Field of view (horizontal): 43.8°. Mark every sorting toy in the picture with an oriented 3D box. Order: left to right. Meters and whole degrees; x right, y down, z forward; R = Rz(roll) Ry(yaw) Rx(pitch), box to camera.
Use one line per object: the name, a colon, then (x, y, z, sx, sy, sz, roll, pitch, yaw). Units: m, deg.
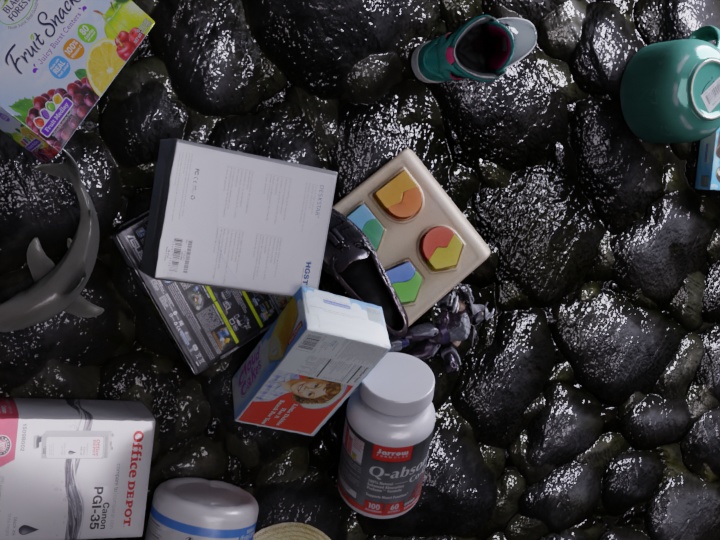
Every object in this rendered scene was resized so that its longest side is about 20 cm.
sorting toy: (0.053, -0.038, 1.181, 0.200, 0.036, 0.185, -39, 91, -18)

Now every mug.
mug: (0.489, -0.286, 1.350, 0.151, 0.114, 0.187, 3, 96, -26)

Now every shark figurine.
shark figurine: (-0.323, -0.018, 1.003, 0.127, 0.089, 0.216, 20, 90, -28)

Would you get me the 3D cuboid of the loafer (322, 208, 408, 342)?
loafer: (0.000, 0.000, 1.120, 0.072, 0.063, 0.201, -34, 91, -10)

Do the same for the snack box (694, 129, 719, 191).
snack box: (0.644, -0.186, 1.484, 0.199, 0.037, 0.117, 1, 97, -27)

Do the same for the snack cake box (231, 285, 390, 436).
snack cake box: (-0.064, 0.116, 1.095, 0.114, 0.068, 0.200, 15, 133, -28)

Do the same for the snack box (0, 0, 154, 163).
snack box: (-0.332, -0.239, 0.956, 0.142, 0.053, 0.201, 39, 60, -24)

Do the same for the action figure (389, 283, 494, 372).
action figure: (0.099, 0.094, 1.230, 0.199, 0.069, 0.131, -24, 125, -13)

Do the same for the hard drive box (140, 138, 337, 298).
hard drive box: (-0.140, -0.057, 1.042, 0.199, 0.077, 0.157, 9, 93, -27)

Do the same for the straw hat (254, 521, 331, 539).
straw hat: (-0.085, 0.439, 1.181, 0.200, 0.085, 0.203, -4, 99, -26)

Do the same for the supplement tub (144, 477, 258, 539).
supplement tub: (-0.204, 0.366, 1.088, 0.131, 0.132, 0.202, 9, 92, -27)

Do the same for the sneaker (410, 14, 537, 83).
sneaker: (0.178, -0.300, 1.191, 0.199, 0.121, 0.084, -22, 106, -22)

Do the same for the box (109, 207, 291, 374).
box: (-0.186, 0.001, 1.096, 0.160, 0.044, 0.201, -33, 110, -19)

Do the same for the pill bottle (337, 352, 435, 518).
pill bottle: (0.034, 0.212, 1.154, 0.115, 0.116, 0.201, -11, 128, -24)

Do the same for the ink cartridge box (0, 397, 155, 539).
ink cartridge box: (-0.345, 0.225, 1.025, 0.199, 0.083, 0.148, 5, 94, -26)
